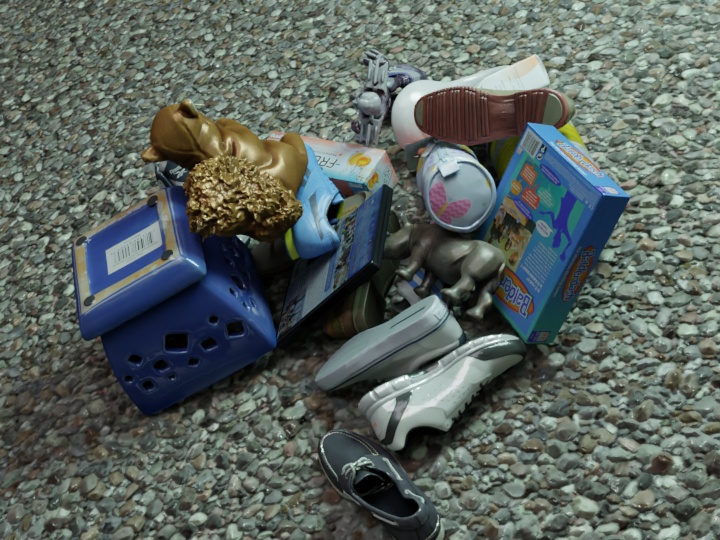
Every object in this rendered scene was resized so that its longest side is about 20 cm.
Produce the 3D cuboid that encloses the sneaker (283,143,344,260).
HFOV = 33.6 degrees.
[{"bbox_3d":[-0.054,-0.093,1.519,0.078,0.066,0.200,-13,44,10],"label":"sneaker"}]

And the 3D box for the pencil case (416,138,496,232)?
[{"bbox_3d":[0.111,-0.105,1.420,0.083,0.091,0.200,-8,14,2],"label":"pencil case"}]

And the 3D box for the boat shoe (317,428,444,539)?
[{"bbox_3d":[0.015,0.222,1.278,0.073,0.063,0.200,-38,45,-13],"label":"boat shoe"}]

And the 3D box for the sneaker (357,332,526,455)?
[{"bbox_3d":[0.101,0.138,1.328,0.200,0.074,0.080,-28,66,-3],"label":"sneaker"}]

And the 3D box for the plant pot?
[{"bbox_3d":[-0.243,0.026,1.480,0.200,0.180,0.200,-28,42,8],"label":"plant pot"}]

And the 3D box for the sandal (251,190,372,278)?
[{"bbox_3d":[-0.071,-0.057,1.572,0.200,0.055,0.082,-25,36,22],"label":"sandal"}]

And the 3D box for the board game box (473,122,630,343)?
[{"bbox_3d":[0.203,-0.041,1.343,0.045,0.200,0.152,2,36,-34],"label":"board game box"}]

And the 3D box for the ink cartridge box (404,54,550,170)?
[{"bbox_3d":[0.145,-0.204,1.564,0.200,0.162,0.050,-21,82,1],"label":"ink cartridge box"}]

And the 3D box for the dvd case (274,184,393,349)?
[{"bbox_3d":[-0.033,-0.003,1.459,0.200,0.018,0.143,-40,27,37],"label":"dvd case"}]

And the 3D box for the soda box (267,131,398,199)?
[{"bbox_3d":[-0.051,-0.136,1.649,0.200,0.064,0.068,14,56,34],"label":"soda box"}]

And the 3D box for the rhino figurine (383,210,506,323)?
[{"bbox_3d":[0.085,-0.014,1.383,0.200,0.060,0.087,26,72,41],"label":"rhino figurine"}]

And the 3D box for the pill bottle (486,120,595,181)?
[{"bbox_3d":[0.233,-0.111,1.462,0.114,0.114,0.200,-20,44,5],"label":"pill bottle"}]

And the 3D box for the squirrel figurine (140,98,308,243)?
[{"bbox_3d":[-0.164,-0.122,1.431,0.142,0.187,0.200,-43,35,15],"label":"squirrel figurine"}]

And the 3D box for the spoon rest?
[{"bbox_3d":[0.122,-0.231,1.654,0.200,0.099,0.061,-28,25,-25],"label":"spoon rest"}]

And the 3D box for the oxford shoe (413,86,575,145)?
[{"bbox_3d":[0.163,-0.187,1.446,0.200,0.071,0.075,6,9,27],"label":"oxford shoe"}]

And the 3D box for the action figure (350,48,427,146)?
[{"bbox_3d":[0.026,-0.238,1.641,0.069,0.130,0.200,23,20,12],"label":"action figure"}]

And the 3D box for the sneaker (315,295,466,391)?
[{"bbox_3d":[0.033,0.103,1.369,0.200,0.071,0.073,-30,17,35],"label":"sneaker"}]

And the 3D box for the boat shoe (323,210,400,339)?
[{"bbox_3d":[0.000,0.000,1.490,0.068,0.072,0.200,-8,41,26],"label":"boat shoe"}]

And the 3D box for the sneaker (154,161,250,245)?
[{"bbox_3d":[-0.230,-0.106,1.650,0.079,0.130,0.199,-30,44,-4],"label":"sneaker"}]

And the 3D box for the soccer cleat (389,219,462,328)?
[{"bbox_3d":[0.078,0.007,1.449,0.086,0.070,0.200,-9,46,16],"label":"soccer cleat"}]
